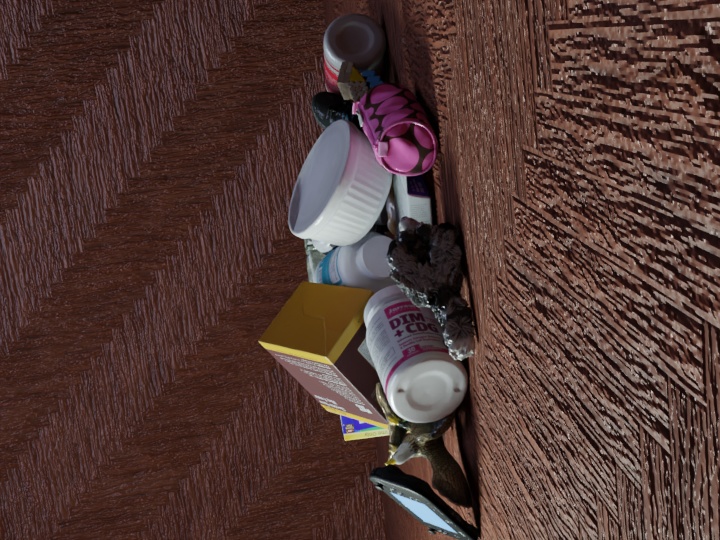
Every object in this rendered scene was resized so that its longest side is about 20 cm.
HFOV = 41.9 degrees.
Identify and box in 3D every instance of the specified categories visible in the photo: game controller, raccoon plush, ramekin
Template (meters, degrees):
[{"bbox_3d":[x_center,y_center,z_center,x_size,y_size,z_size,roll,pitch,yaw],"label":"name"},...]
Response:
[{"bbox_3d":[0.092,0.333,1.322,0.104,0.042,0.200,20,160,44],"label":"game controller"},{"bbox_3d":[0.089,0.022,1.223,0.134,0.096,0.201,52,-151,-82],"label":"raccoon plush"},{"bbox_3d":[-0.029,-0.132,1.501,0.202,0.094,0.203,-46,31,40],"label":"ramekin"}]

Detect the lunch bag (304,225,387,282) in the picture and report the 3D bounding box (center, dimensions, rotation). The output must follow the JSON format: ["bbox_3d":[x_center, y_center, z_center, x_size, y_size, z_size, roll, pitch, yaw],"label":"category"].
[{"bbox_3d":[-0.016,-0.021,1.878,0.139,0.199,0.169,94,169,-76],"label":"lunch bag"}]

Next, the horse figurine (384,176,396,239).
[{"bbox_3d":[0.062,-0.120,1.617,0.133,0.050,0.201,-92,0,-58],"label":"horse figurine"}]

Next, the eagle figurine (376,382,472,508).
[{"bbox_3d":[0.104,0.256,1.391,0.152,0.151,0.200,43,156,-27],"label":"eagle figurine"}]

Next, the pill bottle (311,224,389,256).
[{"bbox_3d":[-0.019,-0.063,1.730,0.200,0.111,0.111,35,-160,-25],"label":"pill bottle"}]

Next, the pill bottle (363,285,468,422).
[{"bbox_3d":[0.071,0.111,1.331,0.200,0.113,0.114,-114,16,-57],"label":"pill bottle"}]

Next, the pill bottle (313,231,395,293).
[{"bbox_3d":[0.000,0.000,1.584,0.200,0.110,0.112,149,115,-65],"label":"pill bottle"}]

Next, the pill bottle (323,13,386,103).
[{"bbox_3d":[-0.011,-0.372,1.731,0.200,0.111,0.113,94,168,-71],"label":"pill bottle"}]

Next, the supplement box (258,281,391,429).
[{"bbox_3d":[-0.020,0.138,1.547,0.197,0.133,0.200,6,143,52],"label":"supplement box"}]

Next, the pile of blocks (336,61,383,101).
[{"bbox_3d":[0.028,-0.276,1.583,0.201,0.082,0.062,62,-179,33],"label":"pile of blocks"}]

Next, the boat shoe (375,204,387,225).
[{"bbox_3d":[0.024,-0.179,1.721,0.071,0.063,0.201,28,-119,-66],"label":"boat shoe"}]

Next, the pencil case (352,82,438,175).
[{"bbox_3d":[0.047,-0.199,1.317,0.200,0.093,0.091,-110,30,-64],"label":"pencil case"}]

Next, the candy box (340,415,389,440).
[{"bbox_3d":[0.036,0.206,1.764,0.077,0.168,0.201,-96,-2,-86],"label":"candy box"}]

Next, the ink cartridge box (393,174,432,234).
[{"bbox_3d":[0.079,-0.104,1.438,0.197,0.043,0.201,-101,6,-63],"label":"ink cartridge box"}]

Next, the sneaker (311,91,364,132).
[{"bbox_3d":[-0.016,-0.270,1.673,0.200,0.073,0.082,43,161,29],"label":"sneaker"}]
